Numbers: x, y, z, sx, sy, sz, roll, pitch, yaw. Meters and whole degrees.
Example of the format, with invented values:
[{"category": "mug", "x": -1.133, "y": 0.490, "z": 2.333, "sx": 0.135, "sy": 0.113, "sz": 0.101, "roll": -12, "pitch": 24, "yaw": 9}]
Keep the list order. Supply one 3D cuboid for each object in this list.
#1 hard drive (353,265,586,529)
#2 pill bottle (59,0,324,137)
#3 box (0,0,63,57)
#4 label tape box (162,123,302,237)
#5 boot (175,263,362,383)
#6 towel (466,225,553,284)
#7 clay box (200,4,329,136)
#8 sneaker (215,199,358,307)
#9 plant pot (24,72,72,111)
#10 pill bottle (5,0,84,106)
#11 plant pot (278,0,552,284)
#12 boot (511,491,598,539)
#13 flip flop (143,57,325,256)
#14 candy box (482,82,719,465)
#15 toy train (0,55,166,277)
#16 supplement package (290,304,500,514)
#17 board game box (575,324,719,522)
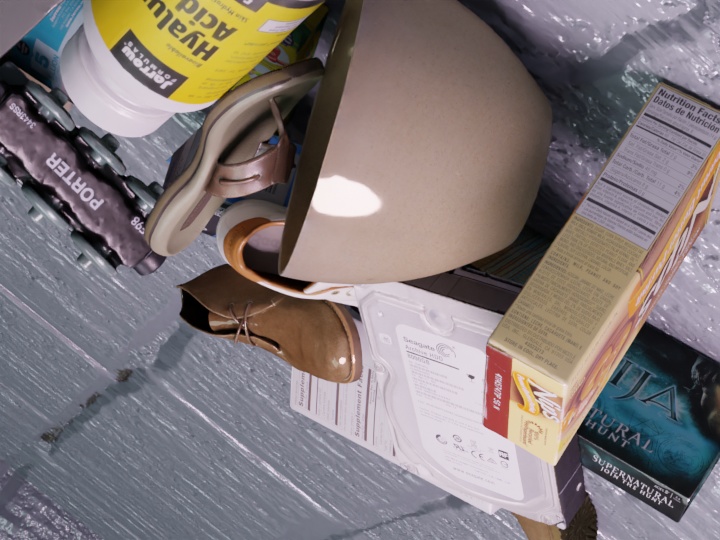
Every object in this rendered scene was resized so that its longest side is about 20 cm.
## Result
[{"category": "hard drive", "x": 0.073, "y": 0.078, "z": 1.132, "sx": 0.139, "sy": 0.038, "sz": 0.200, "roll": 18, "pitch": 139, "yaw": 30}, {"category": "pill bottle", "x": -0.102, "y": -0.167, "z": 1.052, "sx": 0.111, "sy": 0.111, "sz": 0.200, "roll": 42, "pitch": 133, "yaw": -12}, {"category": "box", "x": -0.266, "y": -0.223, "z": 1.124, "sx": 0.149, "sy": 0.200, "sz": 0.124, "roll": 45, "pitch": -160, "yaw": -19}, {"category": "label tape box", "x": -0.077, "y": -0.049, "z": 1.308, "sx": 0.144, "sy": 0.063, "sz": 0.200, "roll": 21, "pitch": 168, "yaw": -13}, {"category": "boot", "x": -0.070, "y": 0.043, "z": 1.267, "sx": 0.200, "sy": 0.075, "sz": 0.074, "roll": 24, "pitch": 121, "yaw": 53}, {"category": "towel", "x": 0.091, "y": -0.012, "z": 1.162, "sx": 0.200, "sy": 0.022, "sz": 0.147, "roll": 29, "pitch": -160, "yaw": 18}, {"category": "clay box", "x": -0.090, "y": -0.167, "z": 1.202, "sx": 0.115, "sy": 0.048, "sz": 0.200, "roll": 34, "pitch": 157, "yaw": 2}, {"category": "sneaker", "x": 0.000, "y": 0.000, "z": 1.183, "sx": 0.199, "sy": 0.073, "sz": 0.085, "roll": 6, "pitch": -166, "yaw": -11}, {"category": "plant pot", "x": -0.366, "y": -0.187, "z": 1.408, "sx": 0.199, "sy": 0.200, "sz": 0.177, "roll": 34, "pitch": 145, "yaw": 7}, {"category": "pill bottle", "x": -0.248, "y": -0.213, "z": 1.266, "sx": 0.200, "sy": 0.111, "sz": 0.111, "roll": 34, "pitch": 158, "yaw": 8}, {"category": "plant pot", "x": 0.040, "y": -0.077, "z": 1.040, "sx": 0.134, "sy": 0.201, "sz": 0.200, "roll": 15, "pitch": 159, "yaw": -6}, {"category": "boot", "x": 0.120, "y": 0.201, "z": 1.600, "sx": 0.200, "sy": 0.066, "sz": 0.175, "roll": 20, "pitch": 140, "yaw": 33}, {"category": "flip flop", "x": -0.077, "y": -0.068, "z": 1.125, "sx": 0.058, "sy": 0.081, "sz": 0.200, "roll": 50, "pitch": 127, "yaw": 13}, {"category": "candy box", "x": 0.143, "y": 0.003, "z": 0.991, "sx": 0.055, "sy": 0.200, "sz": 0.116, "roll": 28, "pitch": 156, "yaw": 16}, {"category": "toy train", "x": -0.220, "y": -0.076, "z": 1.247, "sx": 0.200, "sy": 0.085, "sz": 0.114, "roll": 46, "pitch": 177, "yaw": -31}, {"category": "supplement package", "x": 0.056, "y": 0.079, "z": 1.304, "sx": 0.200, "sy": 0.114, "sz": 0.110, "roll": 24, "pitch": 124, "yaw": 31}, {"category": "board game box", "x": 0.166, "y": 0.078, "z": 1.196, "sx": 0.200, "sy": 0.135, "sz": 0.028, "roll": 30, "pitch": 135, "yaw": 16}]
